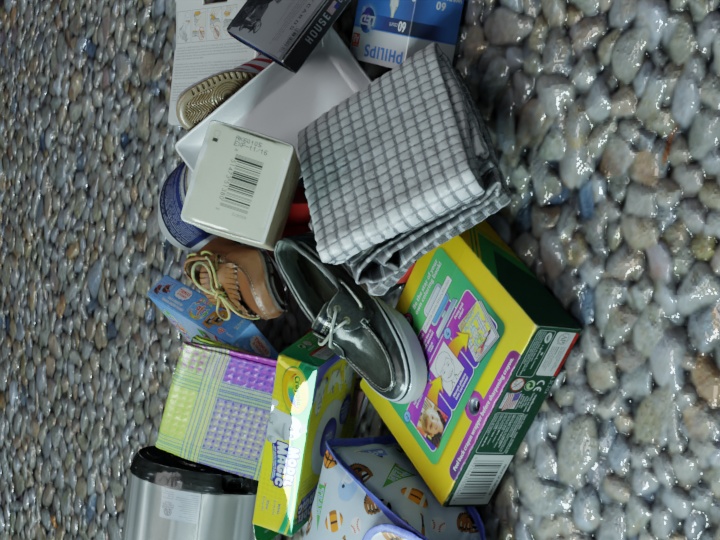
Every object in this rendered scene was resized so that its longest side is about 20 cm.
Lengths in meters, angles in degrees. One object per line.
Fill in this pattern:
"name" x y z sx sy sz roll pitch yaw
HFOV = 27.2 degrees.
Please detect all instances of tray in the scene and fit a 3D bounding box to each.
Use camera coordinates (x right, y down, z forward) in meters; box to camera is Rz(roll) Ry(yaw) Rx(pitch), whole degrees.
"tray" -0.077 -0.142 1.469 0.200 0.022 0.108 -38 85 12

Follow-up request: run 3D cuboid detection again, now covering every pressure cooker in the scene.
"pressure cooker" -0.174 0.296 1.593 0.176 0.178 0.201 10 94 52

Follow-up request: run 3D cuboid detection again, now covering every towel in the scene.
"towel" 0.039 -0.089 1.327 0.165 0.086 0.200 -29 42 14
"towel" -0.096 0.147 1.493 0.023 0.199 0.144 -93 19 -63

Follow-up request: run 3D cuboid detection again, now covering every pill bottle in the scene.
"pill bottle" -0.162 -0.079 1.656 0.200 0.111 0.112 156 113 -66

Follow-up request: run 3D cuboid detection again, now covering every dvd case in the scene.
"dvd case" -0.057 -0.276 1.468 0.151 0.025 0.200 -53 27 2

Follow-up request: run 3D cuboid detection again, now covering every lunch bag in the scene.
"lunch bag" 0.031 0.270 1.344 0.200 0.123 0.171 44 126 46

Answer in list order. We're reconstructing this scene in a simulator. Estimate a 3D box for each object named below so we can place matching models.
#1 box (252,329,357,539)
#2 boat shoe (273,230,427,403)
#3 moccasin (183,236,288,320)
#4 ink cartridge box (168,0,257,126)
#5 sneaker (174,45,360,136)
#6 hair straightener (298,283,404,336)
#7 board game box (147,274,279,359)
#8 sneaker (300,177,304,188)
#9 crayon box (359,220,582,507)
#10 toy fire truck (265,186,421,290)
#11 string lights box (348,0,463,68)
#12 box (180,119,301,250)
"box" -0.052 0.162 1.416 0.048 0.117 0.201 17 110 17
"boat shoe" -0.017 0.046 1.359 0.200 0.071 0.072 52 128 30
"moccasin" -0.130 0.010 1.489 0.201 0.078 0.074 34 146 60
"ink cartridge box" -0.156 -0.255 1.735 0.200 0.045 0.177 9 95 55
"sneaker" -0.111 -0.198 1.548 0.112 0.199 0.072 41 146 56
"hair straightener" 0.000 0.000 1.486 0.200 0.041 0.077 -38 57 47
"board game box" -0.133 0.089 1.590 0.037 0.151 0.200 -47 34 -15
"sneaker" -0.045 -0.113 1.537 0.200 0.070 0.078 23 101 54
"crayon box" 0.092 0.079 1.330 0.173 0.058 0.201 54 129 45
"toy fire truck" -0.022 -0.030 1.445 0.200 0.049 0.141 53 128 30
"string lights box" 0.054 -0.291 1.417 0.103 0.059 0.201 24 106 55
"box" -0.105 -0.073 1.358 0.200 0.077 0.095 -38 -35 -90
